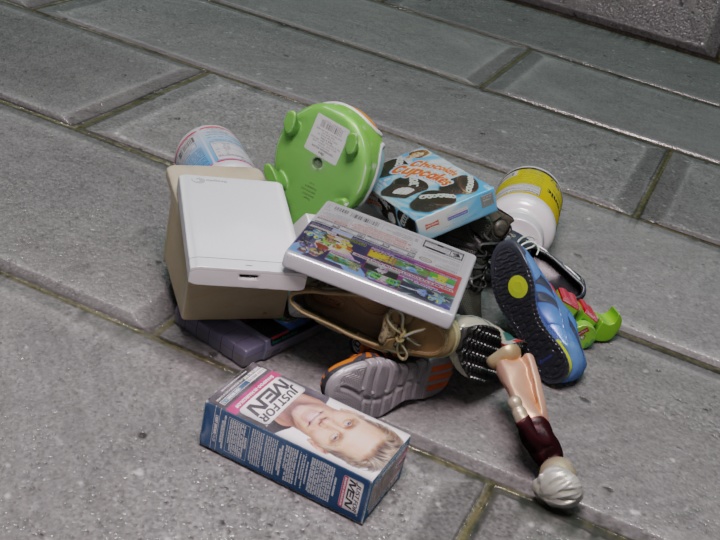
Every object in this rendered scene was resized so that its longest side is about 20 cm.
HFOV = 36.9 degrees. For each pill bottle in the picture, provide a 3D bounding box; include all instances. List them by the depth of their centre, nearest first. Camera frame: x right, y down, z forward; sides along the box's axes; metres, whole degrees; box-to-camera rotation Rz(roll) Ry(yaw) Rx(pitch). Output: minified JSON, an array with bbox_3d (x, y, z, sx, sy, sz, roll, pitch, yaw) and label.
[{"bbox_3d":[-0.203,-0.128,1.595,0.108,0.109,0.200,0,31,-23],"label":"pill bottle"},{"bbox_3d":[0.255,-0.082,1.695,0.111,0.112,0.200,17,29,8],"label":"pill bottle"}]

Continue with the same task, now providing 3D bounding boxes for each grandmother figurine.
[{"bbox_3d":[0.197,0.176,1.210,0.121,0.060,0.200,36,26,-43],"label":"grandmother figurine"}]

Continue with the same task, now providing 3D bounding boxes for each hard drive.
[{"bbox_3d":[-0.143,-0.048,1.269,0.131,0.027,0.200,4,33,-16],"label":"hard drive"}]

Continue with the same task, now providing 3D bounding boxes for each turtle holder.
[{"bbox_3d":[-0.033,-0.127,1.408,0.140,0.186,0.132,1,12,26],"label":"turtle holder"}]

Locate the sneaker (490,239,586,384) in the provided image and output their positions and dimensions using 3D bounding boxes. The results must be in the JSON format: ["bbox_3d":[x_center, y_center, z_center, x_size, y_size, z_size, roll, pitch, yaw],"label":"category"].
[{"bbox_3d":[0.235,0.051,1.412,0.078,0.066,0.201,-14,76,-49],"label":"sneaker"}]

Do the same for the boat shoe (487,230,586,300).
[{"bbox_3d":[0.236,-0.011,1.565,0.200,0.075,0.062,35,-2,5],"label":"boat shoe"}]

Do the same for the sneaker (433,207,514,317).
[{"bbox_3d":[0.151,-0.014,1.441,0.114,0.200,0.076,-17,-18,31],"label":"sneaker"}]

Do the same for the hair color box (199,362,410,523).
[{"bbox_3d":[-0.059,0.177,1.141,0.199,0.061,0.100,23,30,18],"label":"hair color box"}]

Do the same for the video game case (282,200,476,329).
[{"bbox_3d":[0.027,-0.011,1.253,0.199,0.023,0.182,21,25,5],"label":"video game case"}]

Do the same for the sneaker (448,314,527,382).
[{"bbox_3d":[0.131,0.089,1.325,0.093,0.071,0.200,24,2,29],"label":"sneaker"}]

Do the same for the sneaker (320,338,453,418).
[{"bbox_3d":[0.008,0.114,1.286,0.200,0.078,0.112,-1,25,-45],"label":"sneaker"}]

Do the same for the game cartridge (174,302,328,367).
[{"bbox_3d":[-0.121,0.053,1.377,0.129,0.039,0.200,25,30,30],"label":"game cartridge"}]

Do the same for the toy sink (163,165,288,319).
[{"bbox_3d":[-0.175,-0.035,1.367,0.130,0.112,0.200,0,35,-22],"label":"toy sink"}]

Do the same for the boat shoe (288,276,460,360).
[{"bbox_3d":[0.014,0.057,1.228,0.199,0.074,0.063,16,20,19],"label":"boat shoe"}]

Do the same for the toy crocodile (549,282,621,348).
[{"bbox_3d":[0.270,0.050,1.482,0.199,0.062,0.068,25,23,-19],"label":"toy crocodile"}]

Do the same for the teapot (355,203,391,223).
[{"bbox_3d":[0.048,-0.085,1.580,0.199,0.147,0.198,2,30,-20],"label":"teapot"}]

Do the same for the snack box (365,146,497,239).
[{"bbox_3d":[0.082,-0.104,1.436,0.116,0.037,0.200,-23,29,-16],"label":"snack box"}]

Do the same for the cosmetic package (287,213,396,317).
[{"bbox_3d":[0.000,0.000,1.391,0.199,0.081,0.113,8,58,-38],"label":"cosmetic package"}]
